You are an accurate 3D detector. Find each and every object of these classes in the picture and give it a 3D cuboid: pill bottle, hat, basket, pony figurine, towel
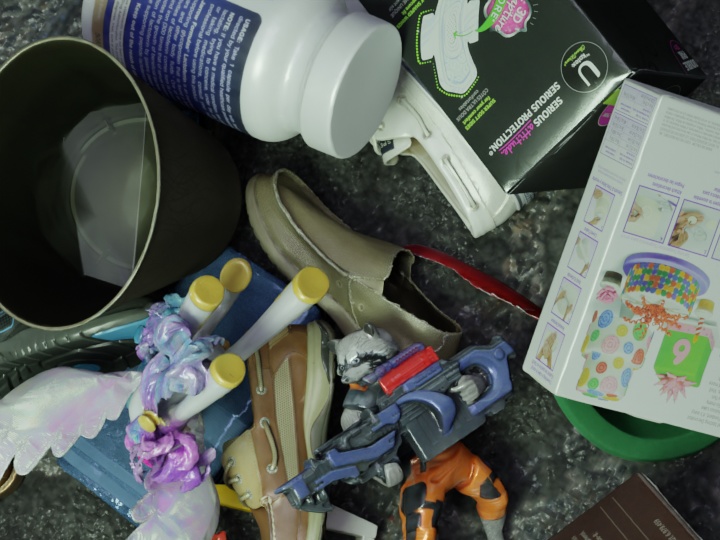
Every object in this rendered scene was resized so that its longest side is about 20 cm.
[{"bbox_3d":[-0.078,-0.155,1.403,0.199,0.116,0.117,25,83,22],"label":"pill bottle"},{"bbox_3d":[0.168,0.018,1.465,0.166,0.176,0.200,-46,115,-2],"label":"hat"},{"bbox_3d":[-0.161,-0.054,1.387,0.135,0.200,0.182,3,91,15],"label":"basket"},{"bbox_3d":[-0.123,0.087,1.330,0.166,0.200,0.193,42,44,1],"label":"pony figurine"},{"bbox_3d":[-0.118,0.085,1.481,0.111,0.049,0.201,35,86,14],"label":"towel"}]

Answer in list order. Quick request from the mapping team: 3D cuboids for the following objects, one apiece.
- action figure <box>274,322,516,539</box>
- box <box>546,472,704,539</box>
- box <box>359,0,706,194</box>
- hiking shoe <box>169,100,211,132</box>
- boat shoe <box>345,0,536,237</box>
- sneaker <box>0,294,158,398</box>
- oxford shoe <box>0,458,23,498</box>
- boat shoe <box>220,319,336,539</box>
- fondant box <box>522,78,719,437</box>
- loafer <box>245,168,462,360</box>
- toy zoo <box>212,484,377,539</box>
[{"bbox_3d":[0.019,0.131,1.383,0.199,0.104,0.195,-22,95,-30],"label":"action figure"},{"bbox_3d":[0.163,0.268,1.306,0.199,0.164,0.166,-36,110,0],"label":"box"},{"bbox_3d":[0.112,-0.168,1.430,0.124,0.148,0.201,-43,73,25],"label":"box"},{"bbox_3d":[-0.136,-0.134,1.526,0.086,0.074,0.201,31,94,7],"label":"hiking shoe"},{"bbox_3d":[0.036,-0.107,1.490,0.070,0.071,0.200,-41,81,-4],"label":"boat shoe"},{"bbox_3d":[-0.221,0.034,1.474,0.198,0.073,0.083,-11,64,28],"label":"sneaker"},{"bbox_3d":[-0.341,0.114,1.500,0.198,0.071,0.072,10,81,13],"label":"oxford shoe"},{"bbox_3d":[-0.057,0.130,1.406,0.073,0.076,0.202,5,68,-3],"label":"boat shoe"},{"bbox_3d":[0.205,-0.005,1.341,0.143,0.058,0.202,15,99,-25],"label":"fondant box"},{"bbox_3d":[0.000,0.000,1.462,0.067,0.076,0.200,-43,85,22],"label":"loafer"},{"bbox_3d":[-0.065,0.228,1.432,0.130,0.020,0.202,13,79,-10],"label":"toy zoo"}]
